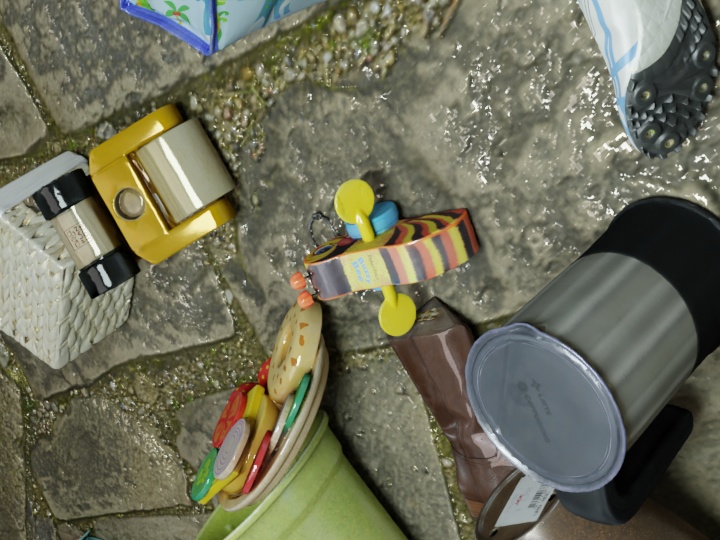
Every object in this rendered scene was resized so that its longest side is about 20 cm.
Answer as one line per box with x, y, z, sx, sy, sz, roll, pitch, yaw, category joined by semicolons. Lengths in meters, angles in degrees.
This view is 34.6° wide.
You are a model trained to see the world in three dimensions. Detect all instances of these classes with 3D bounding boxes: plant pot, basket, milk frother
0.182;0.235;0.855;0.200;0.188;0.186;47;143;-13;plant pot
-0.335;-0.006;1.295;0.123;0.135;0.201;37;139;17;basket
-0.043;0.279;1.172;0.184;0.201;0.200;45;142;-7;plant pot
0.207;0.063;0.737;0.199;0.187;0.182;-15;107;50;milk frother

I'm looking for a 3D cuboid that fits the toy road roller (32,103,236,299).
-0.216;-0.074;1.159;0.198;0.146;0.124;-29;97;14;toy road roller

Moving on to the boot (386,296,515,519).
0.117;0.116;0.977;0.185;0.064;0.203;-14;101;48;boot

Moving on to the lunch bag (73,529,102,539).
-0.437;0.479;1.720;0.198;0.169;0.124;13;121;42;lunch bag

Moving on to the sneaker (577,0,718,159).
0.170;-0.166;0.720;0.073;0.071;0.202;-125;13;-63;sneaker

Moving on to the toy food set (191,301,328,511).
-0.092;0.138;1.108;0.048;0.200;0.200;29;137;-17;toy food set

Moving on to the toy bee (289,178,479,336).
0.000;0.000;0.973;0.132;0.108;0.199;54;142;-2;toy bee

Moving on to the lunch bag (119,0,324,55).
-0.077;-0.278;0.802;0.126;0.169;0.203;28;133;29;lunch bag
